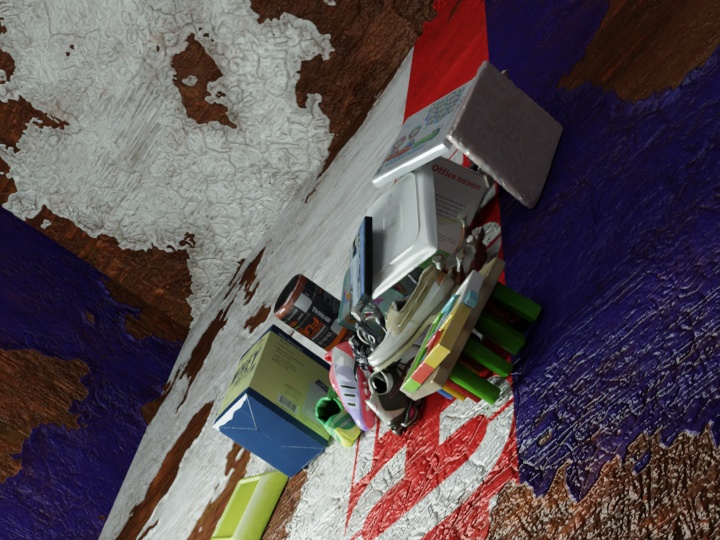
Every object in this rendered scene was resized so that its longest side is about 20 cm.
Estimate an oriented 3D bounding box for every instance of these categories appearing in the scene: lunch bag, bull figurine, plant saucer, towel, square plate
[{"bbox_3d":[0.046,0.016,1.760,0.170,0.121,0.202,-44,25,40],"label":"lunch bag"},{"bbox_3d":[0.164,0.003,1.447,0.123,0.064,0.201,82,-153,-42],"label":"bull figurine"},{"bbox_3d":[-0.240,0.503,1.786,0.199,0.047,0.202,-32,28,58],"label":"plant saucer"},{"bbox_3d":[0.250,-0.234,1.476,0.032,0.199,0.193,-30,28,54],"label":"towel"},{"bbox_3d":[0.065,-0.079,1.525,0.199,0.028,0.202,-39,44,46],"label":"square plate"}]

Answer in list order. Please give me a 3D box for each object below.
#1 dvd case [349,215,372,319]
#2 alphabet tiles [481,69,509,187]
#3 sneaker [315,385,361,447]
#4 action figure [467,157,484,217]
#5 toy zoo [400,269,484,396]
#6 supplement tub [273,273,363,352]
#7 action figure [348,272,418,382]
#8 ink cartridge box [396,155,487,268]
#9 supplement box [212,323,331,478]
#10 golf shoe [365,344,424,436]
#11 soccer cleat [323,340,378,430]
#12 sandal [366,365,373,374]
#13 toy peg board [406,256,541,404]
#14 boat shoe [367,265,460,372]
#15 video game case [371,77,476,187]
[{"bbox_3d":[0.000,0.000,1.591,0.200,0.017,0.146,119,152,-72],"label":"dvd case"},{"bbox_3d":[0.255,-0.261,1.585,0.014,0.202,0.198,5,51,29],"label":"alphabet tiles"},{"bbox_3d":[-0.041,0.252,1.608,0.075,0.083,0.200,-53,14,8],"label":"sneaker"},{"bbox_3d":[0.219,-0.177,1.707,0.129,0.069,0.203,18,79,56],"label":"action figure"},{"bbox_3d":[0.118,0.084,1.201,0.132,0.020,0.201,-61,0,-32],"label":"toy zoo"},{"bbox_3d":[-0.079,0.102,1.815,0.107,0.198,0.107,-51,15,19],"label":"supplement tub"},{"bbox_3d":[0.036,0.093,1.490,0.200,0.102,0.119,-47,-9,4],"label":"action figure"},{"bbox_3d":[0.130,-0.113,1.610,0.203,0.143,0.084,-66,27,12],"label":"ink cartridge box"},{"bbox_3d":[-0.159,0.262,1.735,0.134,0.199,0.201,-43,18,35],"label":"supplement box"},{"bbox_3d":[0.063,0.177,1.432,0.077,0.087,0.201,-49,14,29],"label":"golf shoe"},{"bbox_3d":[-0.019,0.214,1.564,0.075,0.067,0.202,-24,44,9],"label":"soccer cleat"},{"bbox_3d":[0.030,0.163,1.612,0.200,0.044,0.077,177,108,-75],"label":"sandal"},{"bbox_3d":[0.169,0.111,1.266,0.202,0.097,0.199,-60,0,-16],"label":"toy peg board"},{"bbox_3d":[0.073,0.076,1.375,0.200,0.068,0.075,-47,3,17],"label":"boat shoe"},{"bbox_3d":[0.119,-0.246,1.537,0.199,0.024,0.184,-23,32,50],"label":"video game case"}]
